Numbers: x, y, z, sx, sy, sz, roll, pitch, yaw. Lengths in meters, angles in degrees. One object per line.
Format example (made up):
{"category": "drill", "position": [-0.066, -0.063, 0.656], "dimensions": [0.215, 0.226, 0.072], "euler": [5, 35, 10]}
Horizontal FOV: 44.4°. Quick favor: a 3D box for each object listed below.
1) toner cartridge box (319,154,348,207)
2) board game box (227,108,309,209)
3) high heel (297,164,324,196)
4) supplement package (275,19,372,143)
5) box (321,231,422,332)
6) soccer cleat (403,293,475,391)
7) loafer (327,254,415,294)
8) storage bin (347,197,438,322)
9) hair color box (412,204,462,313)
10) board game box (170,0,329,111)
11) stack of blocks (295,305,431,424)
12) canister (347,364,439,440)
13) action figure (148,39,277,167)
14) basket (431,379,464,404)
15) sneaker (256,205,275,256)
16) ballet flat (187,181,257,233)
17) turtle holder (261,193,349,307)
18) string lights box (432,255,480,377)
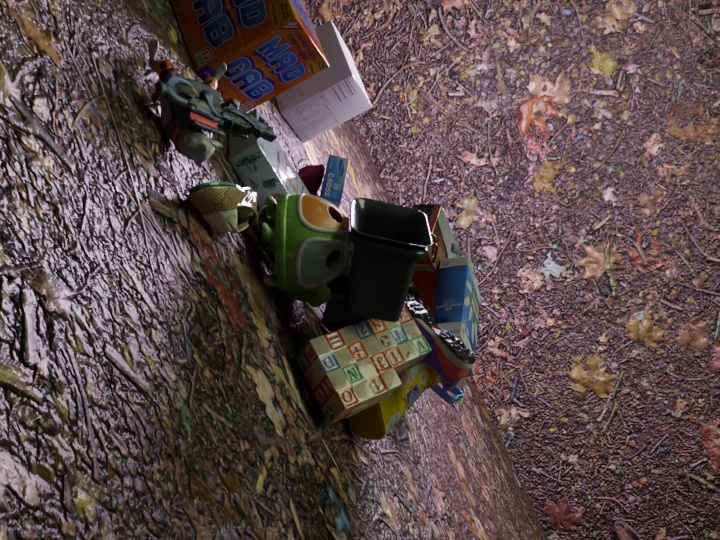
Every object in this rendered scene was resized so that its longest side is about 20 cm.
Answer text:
{"category": "toner cartridge box", "position": [-0.061, -0.162, 1.826], "dimensions": [0.200, 0.042, 0.097], "euler": [122, -22, -78]}
{"category": "board game box", "position": [-0.157, -0.163, 1.560], "dimensions": [0.201, 0.063, 0.148], "euler": [58, 13, -31]}
{"category": "high heel", "position": [-0.095, -0.181, 1.842], "dimensions": [0.068, 0.095, 0.200], "euler": [66, 10, 12]}
{"category": "supplement package", "position": [-0.107, -0.464, 2.178], "dimensions": [0.147, 0.197, 0.194], "euler": [47, 20, -59]}
{"category": "box", "position": [0.039, 0.060, 1.668], "dimensions": [0.201, 0.122, 0.199], "euler": [54, 43, -49]}
{"category": "soccer cleat", "position": [0.099, 0.108, 1.438], "dimensions": [0.200, 0.074, 0.068], "euler": [45, 24, 28]}
{"category": "loafer", "position": [0.000, 0.000, 1.517], "dimensions": [0.197, 0.073, 0.073], "euler": [11, 62, -27]}
{"category": "storage bin", "position": [0.041, -0.014, 1.369], "dimensions": [0.201, 0.143, 0.137], "euler": [-90, -168, -70]}
{"category": "hair color box", "position": [0.142, -0.016, 1.673], "dimensions": [0.201, 0.063, 0.112], "euler": [61, 41, -42]}
{"category": "board game box", "position": [-0.204, -0.449, 1.610], "dimensions": [0.203, 0.197, 0.200], "euler": [67, 9, 17]}
{"category": "stack of blocks", "position": [0.013, 0.141, 1.353], "dimensions": [0.198, 0.059, 0.116], "euler": [-18, 70, -38]}
{"category": "canister", "position": [0.051, 0.171, 1.489], "dimensions": [0.200, 0.085, 0.151], "euler": [-38, 122, -48]}
{"category": "action figure", "position": [-0.223, -0.222, 1.251], "dimensions": [0.198, 0.104, 0.196], "euler": [25, 39, -36]}
{"category": "basket", "position": [0.139, 0.218, 1.932], "dimensions": [0.199, 0.140, 0.176], "euler": [36, 3, 15]}
{"category": "sneaker", "position": [-0.119, -0.043, 1.494], "dimensions": [0.072, 0.072, 0.200], "euler": [32, -12, 44]}
{"category": "ballet flat", "position": [-0.183, -0.085, 1.229], "dimensions": [0.200, 0.069, 0.067], "euler": [-14, 93, -77]}
{"category": "turtle holder", "position": [-0.083, -0.024, 1.361], "dimensions": [0.141, 0.129, 0.189], "euler": [-97, -172, -79]}
{"category": "string lights box", "position": [0.170, 0.081, 1.563], "dimensions": [0.202, 0.058, 0.104], "euler": [-77, 153, -47]}
